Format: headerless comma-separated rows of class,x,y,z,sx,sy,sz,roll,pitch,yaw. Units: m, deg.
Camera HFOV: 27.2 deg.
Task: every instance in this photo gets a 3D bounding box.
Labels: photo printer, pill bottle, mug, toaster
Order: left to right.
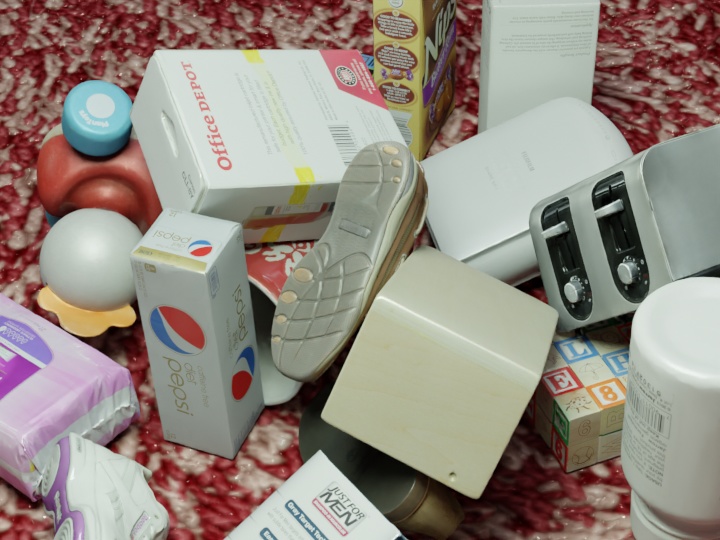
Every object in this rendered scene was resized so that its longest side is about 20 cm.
mug,-0.065,-0.005,1.294,0.176,0.134,0.200,29,44,20
photo printer,0.155,-0.071,1.367,0.198,0.070,0.167,-24,41,5
toaster,0.255,-0.039,1.177,0.198,0.120,0.181,-18,-3,-24
pill bottle,0.245,0.115,1.069,0.113,0.202,0.115,-2,38,1

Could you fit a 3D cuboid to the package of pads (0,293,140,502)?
package of pads,-0.292,0.096,1.226,0.199,0.076,0.120,26,45,31

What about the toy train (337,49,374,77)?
toy train,-0.051,-0.153,1.510,0.113,0.087,0.200,12,41,22

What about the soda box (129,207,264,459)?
soda box,-0.126,0.052,1.170,0.067,0.201,0.064,13,42,19

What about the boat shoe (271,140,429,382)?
boat shoe,0.000,0.000,1.164,0.075,0.072,0.201,29,88,34

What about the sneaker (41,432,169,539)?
sneaker,-0.178,0.195,1.080,0.099,0.075,0.201,21,27,-24

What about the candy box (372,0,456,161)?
candy box,0.056,-0.225,1.506,0.056,0.202,0.117,11,41,18

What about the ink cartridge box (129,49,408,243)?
ink cartridge box,-0.073,-0.103,1.222,0.198,0.084,0.146,-4,56,-32

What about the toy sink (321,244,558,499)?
toy sink,0.064,0.073,1.127,0.129,0.113,0.200,26,16,4

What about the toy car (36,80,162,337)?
toy car,-0.208,-0.023,1.298,0.175,0.185,0.202,14,59,-12

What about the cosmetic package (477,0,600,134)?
cosmetic package,0.171,-0.191,1.456,0.106,0.201,0.085,-1,40,-2

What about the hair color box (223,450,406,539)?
hair color box,-0.063,0.229,1.003,0.200,0.061,0.100,-42,49,-9

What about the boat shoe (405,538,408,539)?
boat shoe,0.022,0.230,1.044,0.071,0.072,0.199,-45,39,-11

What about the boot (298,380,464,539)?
boot,0.013,0.152,1.160,0.074,0.075,0.200,-51,32,1

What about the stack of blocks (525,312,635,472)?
stack of blocks,0.233,0.081,1.227,0.198,0.059,0.115,-15,40,-14
